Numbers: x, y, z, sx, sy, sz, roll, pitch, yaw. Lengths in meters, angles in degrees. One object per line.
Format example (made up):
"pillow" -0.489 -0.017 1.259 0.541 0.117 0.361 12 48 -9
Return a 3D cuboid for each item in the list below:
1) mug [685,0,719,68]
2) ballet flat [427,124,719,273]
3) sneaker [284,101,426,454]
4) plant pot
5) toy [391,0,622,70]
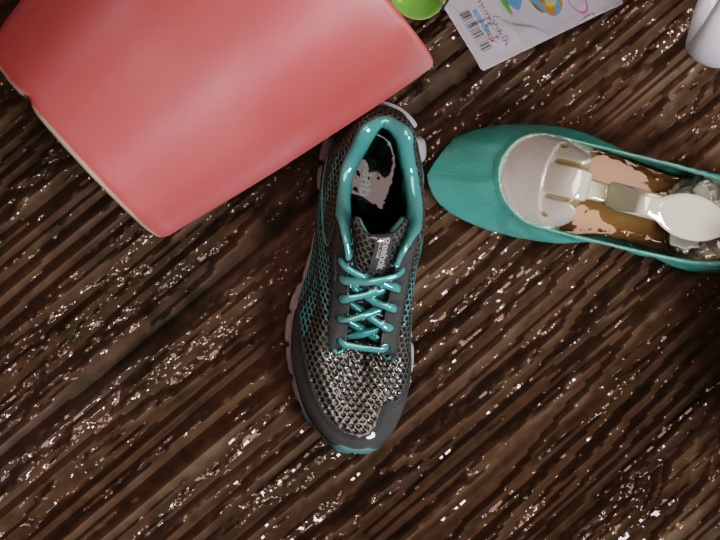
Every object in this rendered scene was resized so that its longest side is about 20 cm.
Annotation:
"mug" 0.236 -0.203 1.413 0.147 0.175 0.201 29 83 -2
"ballet flat" 0.139 -0.044 1.441 0.199 0.070 0.068 12 84 -4
"sneaker" 0.000 0.000 1.412 0.077 0.091 0.202 3 85 -5
"plant pot" -0.090 -0.128 1.376 0.177 0.200 0.201 -42 90 3
"toy" 0.065 -0.169 1.410 0.047 0.200 0.116 -34 88 28
